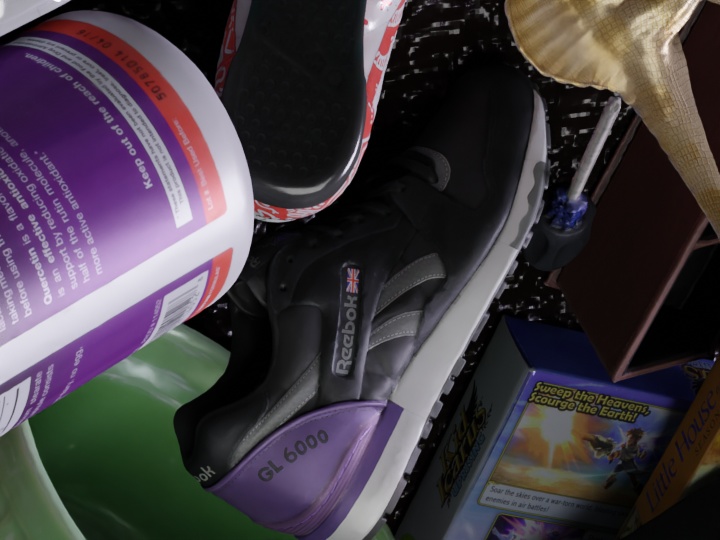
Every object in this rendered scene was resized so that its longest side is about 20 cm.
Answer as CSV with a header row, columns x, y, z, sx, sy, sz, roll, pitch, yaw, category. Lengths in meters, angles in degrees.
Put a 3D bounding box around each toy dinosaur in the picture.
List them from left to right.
x,y,z,sx,sy,sz,roll,pitch,yaw,category
0.103,-0.097,0.997,0.101,0.058,0.200,-35,97,-20,toy dinosaur

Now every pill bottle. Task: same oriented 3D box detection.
x,y,z,sx,sy,sz,roll,pitch,yaw,category
-0.136,0.000,0.868,0.200,0.112,0.113,-32,135,-39,pill bottle

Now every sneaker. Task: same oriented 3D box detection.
x,y,z,sx,sy,sz,roll,pitch,yaw,category
-0.011,-0.114,0.972,0.067,0.108,0.202,15,82,-4,sneaker
0.000,0.000,1.007,0.087,0.076,0.201,30,76,-20,sneaker

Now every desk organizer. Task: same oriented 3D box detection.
x,y,z,sx,sy,sz,roll,pitch,yaw,category
0.156,-0.048,1.058,0.071,0.077,0.200,15,117,-25,desk organizer

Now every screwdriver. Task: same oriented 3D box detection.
x,y,z,sx,sy,sz,roll,pitch,yaw,category
0.078,-0.030,1.002,0.028,0.200,0.029,44,83,8,screwdriver

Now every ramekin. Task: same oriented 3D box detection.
x,y,z,sx,sy,sz,roll,pitch,yaw,category
-0.081,0.117,1.025,0.200,0.200,0.098,31,117,-31,ramekin

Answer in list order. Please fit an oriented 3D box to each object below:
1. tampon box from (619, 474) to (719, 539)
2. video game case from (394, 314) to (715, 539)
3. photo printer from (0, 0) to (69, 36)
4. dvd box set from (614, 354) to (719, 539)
x,y,z,sx,sy,sz,roll,pitch,yaw,category
0.151,0.188,1.071,0.200,0.150,0.126,-36,128,20,tampon box
0.117,0.120,1.176,0.199,0.045,0.182,13,119,-24,video game case
-0.206,-0.139,0.852,0.166,0.069,0.201,-27,98,-6,photo printer
0.200,0.071,1.102,0.146,0.029,0.200,9,130,-21,dvd box set
